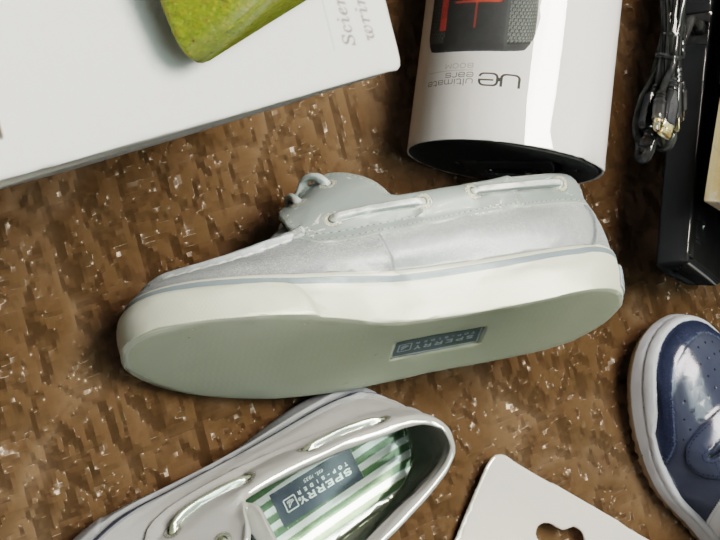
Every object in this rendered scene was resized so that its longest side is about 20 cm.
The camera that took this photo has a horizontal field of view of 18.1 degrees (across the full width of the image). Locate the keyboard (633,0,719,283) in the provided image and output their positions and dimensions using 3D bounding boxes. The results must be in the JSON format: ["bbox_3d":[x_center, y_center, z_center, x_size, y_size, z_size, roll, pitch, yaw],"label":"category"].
[{"bbox_3d":[0.141,-0.099,0.953,0.127,0.020,0.201,26,68,-66],"label":"keyboard"}]

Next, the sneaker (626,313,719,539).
[{"bbox_3d":[0.192,0.107,0.959,0.070,0.108,0.201,-33,105,-31],"label":"sneaker"}]

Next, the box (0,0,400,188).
[{"bbox_3d":[-0.118,-0.131,0.744,0.199,0.130,0.200,-19,98,-39],"label":"box"}]

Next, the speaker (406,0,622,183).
[{"bbox_3d":[0.069,-0.137,0.910,0.081,0.081,0.201,13,81,-32],"label":"speaker"}]

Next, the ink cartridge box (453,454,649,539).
[{"bbox_3d":[0.074,0.185,0.900,0.116,0.067,0.201,31,71,-29],"label":"ink cartridge box"}]

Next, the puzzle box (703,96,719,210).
[{"bbox_3d":[0.203,-0.106,0.967,0.133,0.025,0.201,24,73,-48],"label":"puzzle box"}]

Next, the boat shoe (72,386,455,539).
[{"bbox_3d":[-0.048,0.105,0.823,0.200,0.067,0.074,-42,109,-28],"label":"boat shoe"}]

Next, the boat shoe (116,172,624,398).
[{"bbox_3d":[0.001,-0.001,0.862,0.200,0.070,0.072,-7,62,-19],"label":"boat shoe"}]

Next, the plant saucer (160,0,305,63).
[{"bbox_3d":[-0.006,-0.194,0.710,0.200,0.048,0.201,-37,119,-41],"label":"plant saucer"}]
